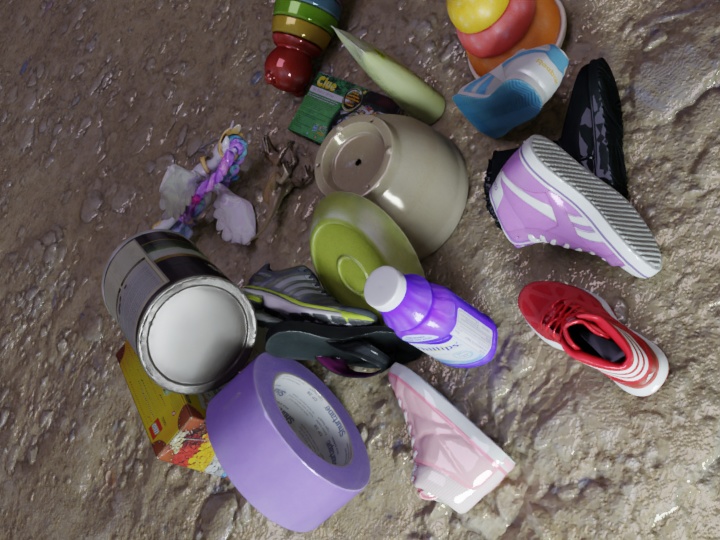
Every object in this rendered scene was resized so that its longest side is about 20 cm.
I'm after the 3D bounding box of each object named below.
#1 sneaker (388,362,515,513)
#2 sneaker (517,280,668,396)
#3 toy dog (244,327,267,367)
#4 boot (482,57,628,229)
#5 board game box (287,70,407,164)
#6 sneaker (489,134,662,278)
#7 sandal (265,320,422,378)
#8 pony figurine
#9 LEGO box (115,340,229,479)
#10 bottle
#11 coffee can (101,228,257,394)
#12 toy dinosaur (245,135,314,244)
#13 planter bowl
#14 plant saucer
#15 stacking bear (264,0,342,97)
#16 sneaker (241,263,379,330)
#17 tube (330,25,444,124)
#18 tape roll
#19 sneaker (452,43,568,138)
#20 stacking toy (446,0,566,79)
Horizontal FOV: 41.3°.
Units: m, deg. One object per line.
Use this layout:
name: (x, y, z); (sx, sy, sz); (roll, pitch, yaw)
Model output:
sneaker: (0.076, 0.195, 1.094); (0.105, 0.075, 0.200); (-50, 51, 1)
sneaker: (0.227, 0.050, 1.012); (0.199, 0.115, 0.079); (31, 90, 44)
toy dog: (-0.150, 0.094, 1.312); (0.095, 0.132, 0.202); (4, 61, 17)
boot: (0.229, -0.143, 1.138); (0.161, 0.073, 0.201); (-14, 65, 34)
board game box: (-0.021, -0.225, 1.418); (0.199, 0.023, 0.106); (31, 92, 43)
sneaker: (0.231, -0.047, 1.056); (0.200, 0.073, 0.115); (43, 130, 5)
sandal: (-0.018, 0.103, 1.157); (0.076, 0.197, 0.048); (112, 157, -49)
pony figurine: (-0.250, -0.120, 1.488); (0.199, 0.165, 0.195); (-32, 42, 43)
LEGO box: (-0.233, 0.175, 1.311); (0.077, 0.148, 0.201); (-47, 47, 12)
bottle: (0.078, 0.053, 1.076); (0.083, 0.199, 0.066); (-7, 64, 35)
coffee can: (-0.231, 0.045, 1.188); (0.147, 0.146, 0.200); (-57, 33, 1)
toy dinosaur: (-0.122, -0.129, 1.445); (0.101, 0.058, 0.202); (-35, 41, 41)
planter bowl: (0.023, -0.119, 1.238); (0.198, 0.134, 0.203); (-12, 66, 29)
plant saucer: (0.000, 0.000, 1.186); (0.199, 0.202, 0.031); (17, 41, 43)
stacking bear: (-0.095, -0.379, 1.502); (0.113, 0.121, 0.203); (17, 90, 50)
sneaker: (-0.065, 0.036, 1.206); (0.198, 0.074, 0.082); (14, 59, 20)
tube: (0.041, -0.257, 1.259); (0.057, 0.199, 0.053); (-7, 66, 37)
tape roll: (-0.084, 0.201, 1.139); (0.085, 0.199, 0.201); (-40, 49, 15)
sneaker: (0.186, -0.223, 1.187); (0.081, 0.077, 0.200); (-49, 17, -15)
stacking toy: (0.158, -0.336, 1.200); (0.145, 0.199, 0.148); (-18, 58, 31)
